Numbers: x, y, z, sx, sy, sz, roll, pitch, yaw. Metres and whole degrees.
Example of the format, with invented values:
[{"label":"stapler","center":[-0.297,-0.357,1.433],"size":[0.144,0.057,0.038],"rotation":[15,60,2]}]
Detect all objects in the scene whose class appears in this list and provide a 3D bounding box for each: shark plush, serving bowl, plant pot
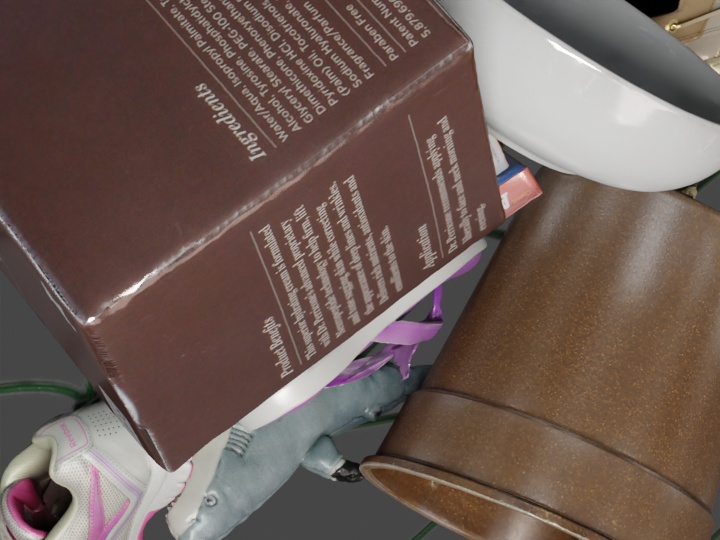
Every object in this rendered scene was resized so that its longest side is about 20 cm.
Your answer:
[{"label":"shark plush","center":[-0.029,0.097,1.511],"size":[0.200,0.083,0.091],"rotation":[-12,142,-31]},{"label":"serving bowl","center":[0.084,-0.095,1.232],"size":[0.200,0.200,0.066],"rotation":[13,115,-50]},{"label":"plant pot","center":[0.130,0.060,1.464],"size":[0.199,0.200,0.200],"rotation":[-65,150,-11]}]

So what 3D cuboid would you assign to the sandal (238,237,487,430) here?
[{"label":"sandal","center":[0.003,0.042,1.438],"size":[0.082,0.050,0.203],"rotation":[-22,-170,48]}]

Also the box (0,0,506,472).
[{"label":"box","center":[-0.066,-0.055,1.158],"size":[0.200,0.164,0.166],"rotation":[-36,155,-10]}]

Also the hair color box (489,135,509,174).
[{"label":"hair color box","center":[-0.034,-0.042,1.338],"size":[0.200,0.064,0.111],"rotation":[-34,150,-2]}]

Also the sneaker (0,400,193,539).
[{"label":"sneaker","center":[-0.163,0.140,1.462],"size":[0.088,0.081,0.200],"rotation":[-6,133,-32]}]

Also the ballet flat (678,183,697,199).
[{"label":"ballet flat","center":[0.146,-0.065,1.485],"size":[0.067,0.046,0.200],"rotation":[-37,149,7]}]

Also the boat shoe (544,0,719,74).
[{"label":"boat shoe","center":[0.161,-0.137,1.379],"size":[0.200,0.074,0.069],"rotation":[-29,123,-25]}]

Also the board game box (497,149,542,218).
[{"label":"board game box","center":[0.000,0.000,1.405],"size":[0.200,0.019,0.103],"rotation":[-34,-168,0]}]
